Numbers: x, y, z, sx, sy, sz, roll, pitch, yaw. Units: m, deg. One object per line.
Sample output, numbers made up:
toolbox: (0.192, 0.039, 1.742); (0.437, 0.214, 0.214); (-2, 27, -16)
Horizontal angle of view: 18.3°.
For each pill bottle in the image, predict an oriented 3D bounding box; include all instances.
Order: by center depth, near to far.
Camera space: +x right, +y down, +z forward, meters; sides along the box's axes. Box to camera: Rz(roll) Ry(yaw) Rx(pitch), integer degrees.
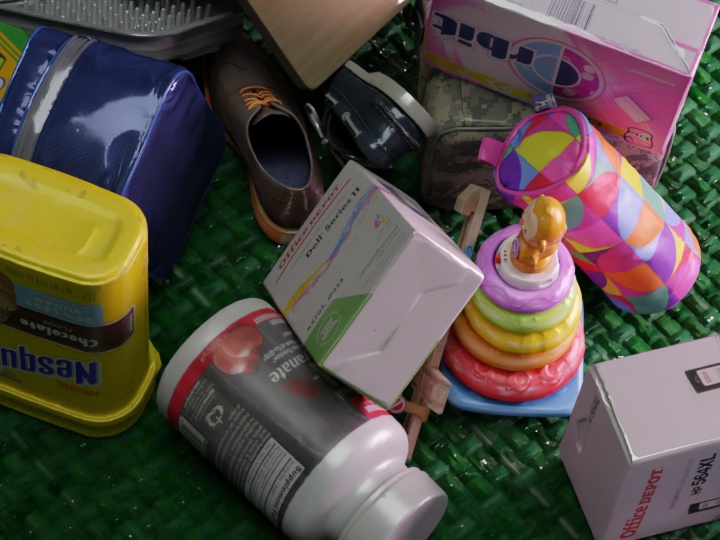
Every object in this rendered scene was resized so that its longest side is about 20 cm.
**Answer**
pill bottle: (-0.038, 0.120, 1.547); (0.111, 0.111, 0.200); (-39, 68, -25)

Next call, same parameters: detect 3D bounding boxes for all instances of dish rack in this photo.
dish rack: (-0.198, -0.193, 1.719); (0.200, 0.044, 0.172); (13, 20, 25)

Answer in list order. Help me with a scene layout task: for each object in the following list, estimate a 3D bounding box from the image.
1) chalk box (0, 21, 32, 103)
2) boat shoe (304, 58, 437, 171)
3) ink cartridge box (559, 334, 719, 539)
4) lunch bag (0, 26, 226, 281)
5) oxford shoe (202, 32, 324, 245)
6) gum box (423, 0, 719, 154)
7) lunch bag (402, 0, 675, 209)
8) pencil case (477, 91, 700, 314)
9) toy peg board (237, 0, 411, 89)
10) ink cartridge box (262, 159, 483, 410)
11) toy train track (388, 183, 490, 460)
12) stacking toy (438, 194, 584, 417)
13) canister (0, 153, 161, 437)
chalk box: (-0.346, -0.126, 1.674); (0.200, 0.125, 0.124); (19, 58, 9)
boat shoe: (-0.001, -0.110, 1.675); (0.062, 0.200, 0.075); (-44, 112, -6)
ink cartridge box: (0.253, 0.110, 1.556); (0.200, 0.146, 0.084); (-13, 61, -11)
lunch bag: (-0.191, -0.085, 1.620); (0.132, 0.200, 0.136); (21, 77, 13)
oxford shoe: (-0.071, -0.119, 1.719); (0.071, 0.073, 0.200); (-18, 60, -14)
gum box: (0.141, -0.168, 1.582); (0.200, 0.114, 0.066); (22, 65, 6)
lunch bag: (0.138, -0.146, 1.712); (0.200, 0.139, 0.168); (-3, 64, -5)
pencil case: (0.172, -0.044, 1.623); (0.088, 0.200, 0.088); (-21, 50, 27)
toy peg board: (-0.046, -0.277, 1.699); (0.200, 0.199, 0.098); (-44, 25, -19)
ink cartridge box: (0.000, 0.000, 1.568); (0.067, 0.200, 0.117); (32, 98, -25)
toy train track: (0.047, 0.034, 1.580); (0.033, 0.115, 0.200); (15, 97, -12)
stacking toy: (0.116, 0.012, 1.575); (0.110, 0.200, 0.116); (5, 58, -2)
canister: (-0.216, 0.018, 1.545); (0.148, 0.200, 0.087); (20, 57, 8)
